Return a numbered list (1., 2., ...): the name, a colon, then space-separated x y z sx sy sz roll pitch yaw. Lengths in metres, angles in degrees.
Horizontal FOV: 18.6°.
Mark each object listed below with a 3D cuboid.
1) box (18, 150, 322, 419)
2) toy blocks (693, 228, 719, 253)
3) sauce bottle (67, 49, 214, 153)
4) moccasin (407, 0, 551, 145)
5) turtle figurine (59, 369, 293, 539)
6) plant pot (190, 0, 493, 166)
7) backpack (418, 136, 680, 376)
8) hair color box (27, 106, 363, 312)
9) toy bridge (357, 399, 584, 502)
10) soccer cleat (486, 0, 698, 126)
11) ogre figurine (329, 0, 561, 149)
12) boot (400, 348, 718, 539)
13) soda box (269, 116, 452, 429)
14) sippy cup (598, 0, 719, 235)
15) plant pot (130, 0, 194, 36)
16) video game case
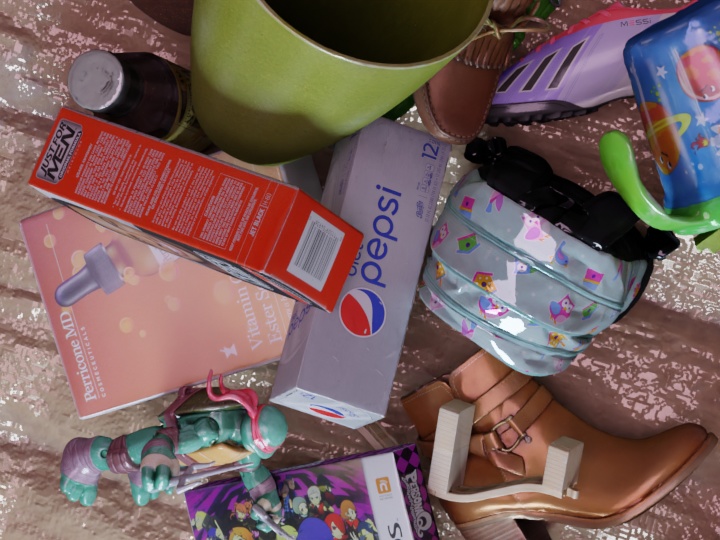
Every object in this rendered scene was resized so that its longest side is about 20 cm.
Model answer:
1. box: -0.120 0.003 1.580 0.198 0.106 0.154 -18 90 12
2. toy blocks: 0.349 -0.022 1.496 0.199 0.100 0.137 -37 98 12
3. sauce bottle: -0.149 -0.118 1.528 0.065 0.200 0.067 0 89 12
4. moccasin: 0.085 -0.184 1.464 0.073 0.078 0.203 20 87 -26
5. turtle figurine: -0.109 0.131 1.529 0.199 0.149 0.102 -10 61 42
6. plant pot: -0.036 -0.159 1.432 0.187 0.187 0.200 46 144 5
7. backpack: 0.119 -0.006 1.481 0.166 0.200 0.128 24 99 8
8. hair color box: -0.108 -0.040 1.441 0.199 0.101 0.062 21 83 31
9. toy bridge: 0.064 0.125 1.533 0.199 0.027 0.068 19 110 28
10. soccer cleat: 0.162 -0.147 1.531 0.198 0.068 0.074 -12 91 8
11. ogre figurine: 0.030 -0.182 1.545 0.199 0.098 0.120 -27 107 27
12. boot: 0.137 0.113 1.556 0.199 0.077 0.156 -30 87 22
13. soda box: 0.000 0.000 1.486 0.068 0.063 0.202 18 73 -15
14. sippy cup: 0.239 -0.111 1.440 0.139 0.178 0.131 -22 98 28
15. plant pot: -0.086 -0.267 1.530 0.187 0.187 0.200 43 114 6
16. video game case: -0.025 0.229 1.576 0.199 0.036 0.183 -13 90 36
